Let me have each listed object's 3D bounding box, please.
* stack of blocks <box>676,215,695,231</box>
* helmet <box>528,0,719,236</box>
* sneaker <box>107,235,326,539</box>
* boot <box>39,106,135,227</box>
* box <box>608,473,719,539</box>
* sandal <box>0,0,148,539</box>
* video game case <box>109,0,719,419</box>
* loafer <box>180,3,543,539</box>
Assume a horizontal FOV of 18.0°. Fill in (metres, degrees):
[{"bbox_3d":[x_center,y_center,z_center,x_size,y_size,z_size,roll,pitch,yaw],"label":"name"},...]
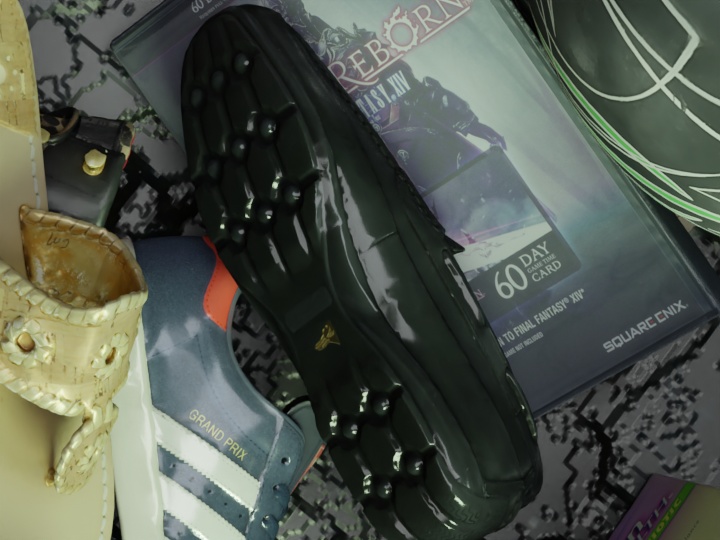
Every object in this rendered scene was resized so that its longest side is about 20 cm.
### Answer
[{"bbox_3d":[0.064,-0.101,0.841,0.115,0.059,0.201,-39,97,-9],"label":"stack of blocks"},{"bbox_3d":[0.144,-0.107,0.729,0.191,0.200,0.200,-45,98,-3],"label":"helmet"},{"bbox_3d":[-0.046,0.085,0.810,0.084,0.075,0.202,-7,91,-8],"label":"sneaker"},{"bbox_3d":[-0.151,-0.069,0.792,0.150,0.073,0.202,21,87,-10],"label":"boot"},{"bbox_3d":[0.120,0.175,0.779,0.096,0.200,0.177,36,83,-9],"label":"box"},{"bbox_3d":[-0.102,0.003,0.724,0.077,0.069,0.214,-15,96,-45],"label":"sandal"},{"bbox_3d":[0.019,-0.036,0.810,0.142,0.019,0.201,-32,98,30],"label":"video game case"},{"bbox_3d":[0.000,0.000,0.786,0.070,0.068,0.202,-16,76,-50],"label":"loafer"}]
